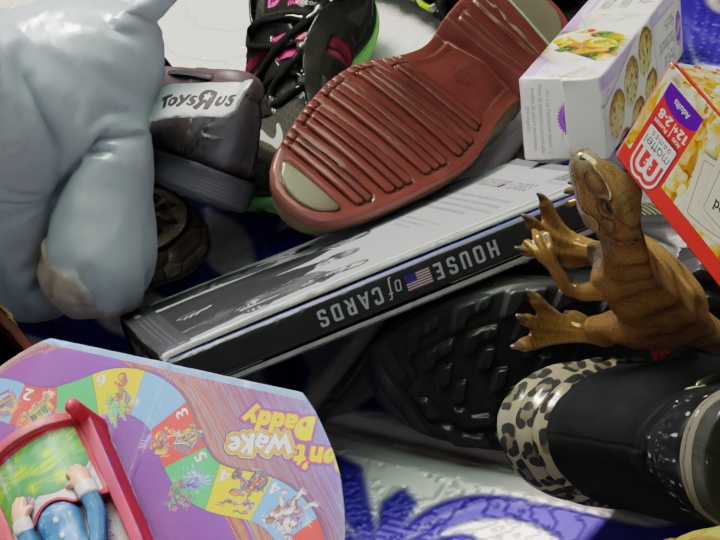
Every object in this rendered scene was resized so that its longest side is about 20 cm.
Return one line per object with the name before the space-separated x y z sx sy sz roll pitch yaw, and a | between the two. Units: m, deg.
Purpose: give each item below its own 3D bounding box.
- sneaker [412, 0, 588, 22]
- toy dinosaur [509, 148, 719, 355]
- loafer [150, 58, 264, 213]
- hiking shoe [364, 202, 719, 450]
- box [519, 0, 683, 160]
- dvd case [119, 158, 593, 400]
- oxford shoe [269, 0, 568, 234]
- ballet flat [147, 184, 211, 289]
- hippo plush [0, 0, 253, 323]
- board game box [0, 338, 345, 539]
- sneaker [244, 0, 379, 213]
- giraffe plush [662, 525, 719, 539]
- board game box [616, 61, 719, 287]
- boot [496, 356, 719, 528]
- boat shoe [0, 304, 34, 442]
sneaker | 0.044 -0.166 1.412 0.199 0.072 0.083 7 40 22
toy dinosaur | 0.116 0.015 1.066 0.106 0.200 0.061 11 76 38
loafer | -0.095 -0.078 1.292 0.072 0.063 0.200 18 5 -31
hiking shoe | 0.097 0.019 1.156 0.199 0.076 0.101 -14 15 -2
box | 0.115 -0.096 1.273 0.038 0.042 0.200 1 17 16
dvd case | 0.000 0.000 1.165 0.199 0.025 0.150 -21 8 -9
oxford shoe | 0.024 -0.060 1.260 0.070 0.075 0.200 44 49 12
ballet flat | -0.151 -0.041 1.306 0.199 0.047 0.067 24 48 38
hippo plush | -0.168 -0.057 1.175 0.160 0.161 0.199 1 -11 -43
board game box | -0.104 0.102 1.034 0.199 0.039 0.159 11 72 25
sneaker | -0.034 -0.099 1.324 0.076 0.084 0.201 -6 39 8
giraffe plush | 0.090 0.149 0.905 0.161 0.173 0.200 -5 36 37
board game box | 0.203 0.009 0.961 0.151 0.046 0.200 3 40 -38
boot | 0.168 0.064 1.048 0.202 0.074 0.153 2 0 -32
boat shoe | -0.148 0.071 1.131 0.070 0.071 0.200 -23 39 -20
